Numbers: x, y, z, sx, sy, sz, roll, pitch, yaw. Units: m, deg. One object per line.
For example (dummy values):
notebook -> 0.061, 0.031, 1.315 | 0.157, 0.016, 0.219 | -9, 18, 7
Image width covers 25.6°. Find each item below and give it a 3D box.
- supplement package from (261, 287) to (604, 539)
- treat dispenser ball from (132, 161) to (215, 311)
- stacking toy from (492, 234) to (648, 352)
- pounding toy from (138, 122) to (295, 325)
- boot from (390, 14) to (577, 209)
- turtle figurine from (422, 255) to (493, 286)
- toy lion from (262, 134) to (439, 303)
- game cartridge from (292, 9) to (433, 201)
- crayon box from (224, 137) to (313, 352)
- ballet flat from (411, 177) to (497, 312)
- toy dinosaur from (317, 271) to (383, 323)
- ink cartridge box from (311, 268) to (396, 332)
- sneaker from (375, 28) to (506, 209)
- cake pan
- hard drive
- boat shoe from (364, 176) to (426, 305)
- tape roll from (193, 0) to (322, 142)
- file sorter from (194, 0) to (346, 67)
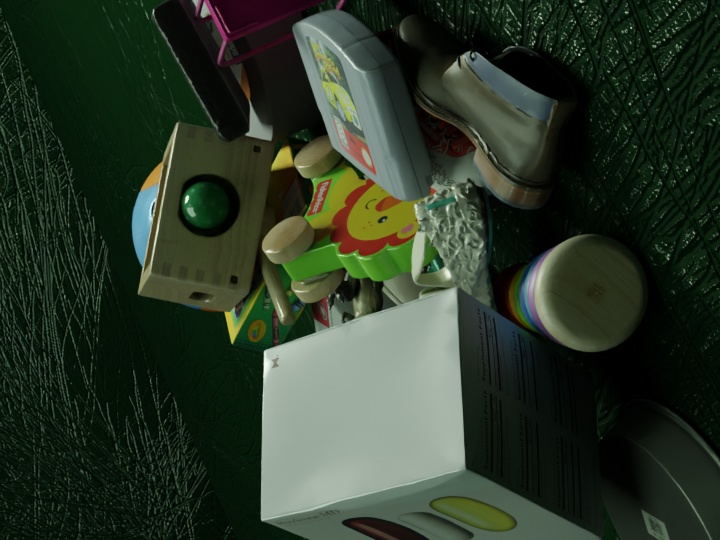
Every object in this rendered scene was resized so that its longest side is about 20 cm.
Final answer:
supplement package -> 0.057, 0.136, 1.240 | 0.200, 0.191, 0.147 | 32, -131, -45
treat dispenser ball -> -0.167, -0.052, 1.859 | 0.201, 0.201, 0.201 | 55, 161, 29
stacking toy -> 0.147, 0.017, 1.225 | 0.085, 0.085, 0.200 | 65, 168, -5
pounding toy -> -0.137, -0.036, 1.590 | 0.200, 0.142, 0.184 | 146, 134, -75
boot -> 0.096, -0.148, 1.178 | 0.200, 0.075, 0.097 | 54, 143, 29
turtle figurine -> 0.075, 0.036, 1.430 | 0.150, 0.101, 0.200 | 120, 136, -62
toy lion -> 0.021, -0.060, 1.362 | 0.069, 0.192, 0.200 | 56, -150, -29
game cartridge -> -0.002, -0.143, 1.293 | 0.200, 0.041, 0.133 | -136, 28, -64
crayon box -> -0.083, -0.025, 1.674 | 0.200, 0.058, 0.119 | -60, 30, 32
ballet flat -> 0.073, 0.006, 1.254 | 0.072, 0.072, 0.200 | 50, 160, 39
toy dinosaur -> 0.000, 0.000, 1.474 | 0.088, 0.047, 0.200 | 16, -108, -64
ink cartridge box -> 0.030, 0.093, 1.676 | 0.200, 0.083, 0.145 | 51, 159, 38
sneaker -> 0.061, -0.129, 1.278 | 0.201, 0.067, 0.108 | 46, 158, 54
cake pan -> 0.249, 0.197, 1.244 | 0.200, 0.037, 0.200 | 55, 162, 29
hard drive -> -0.152, -0.200, 1.532 | 0.140, 0.033, 0.200 | 61, -177, -12
boat shoe -> 0.035, -0.036, 1.552 | 0.200, 0.073, 0.063 | 53, -156, 17
tape roll -> -0.112, -0.233, 1.659 | 0.200, 0.066, 0.200 | 56, 163, 28
file sorter -> -0.110, -0.303, 1.419 | 0.200, 0.139, 0.125 | 63, 165, 3
